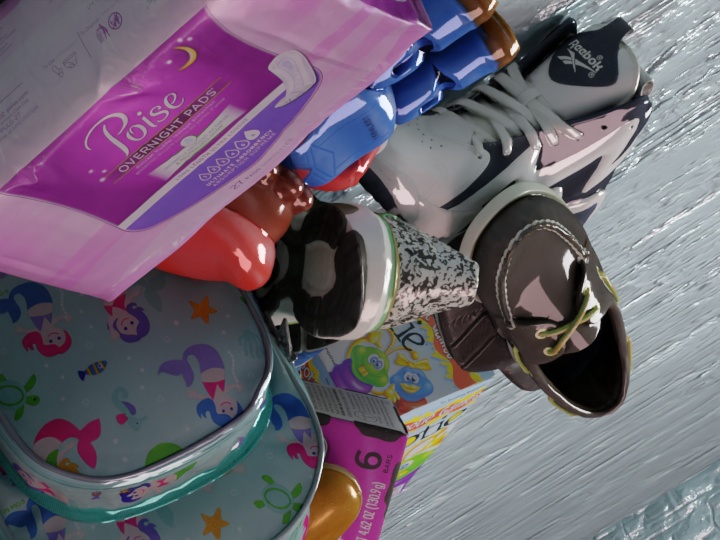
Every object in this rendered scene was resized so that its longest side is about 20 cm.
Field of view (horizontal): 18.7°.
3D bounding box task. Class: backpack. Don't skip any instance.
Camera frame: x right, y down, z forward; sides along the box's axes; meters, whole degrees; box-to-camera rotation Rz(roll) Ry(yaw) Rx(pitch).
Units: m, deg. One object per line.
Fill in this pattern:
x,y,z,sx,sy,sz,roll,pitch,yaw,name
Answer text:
-0.112,0.072,1.040,0.176,0.201,0.151,-22,163,-19,backpack

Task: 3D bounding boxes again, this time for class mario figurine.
-0.035,-0.079,0.985,0.199,0.124,0.106,-37,-155,-1,mario figurine

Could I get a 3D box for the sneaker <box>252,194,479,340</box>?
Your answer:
0.000,0.000,1.094,0.088,0.078,0.200,7,-172,-20,sneaker

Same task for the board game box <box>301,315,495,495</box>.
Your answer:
-0.008,0.082,1.426,0.102,0.105,0.200,-21,161,-26,board game box

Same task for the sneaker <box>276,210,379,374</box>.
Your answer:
-0.051,0.022,1.249,0.199,0.079,0.089,-26,173,20,sneaker

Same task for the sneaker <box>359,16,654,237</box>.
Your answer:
0.083,-0.084,1.141,0.198,0.080,0.130,11,124,-44,sneaker

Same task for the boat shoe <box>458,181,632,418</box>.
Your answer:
0.106,0.019,1.171,0.072,0.061,0.201,-40,151,-3,boat shoe

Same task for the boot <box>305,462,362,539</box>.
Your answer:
-0.075,0.180,1.091,0.200,0.144,0.071,-22,121,-7,boot

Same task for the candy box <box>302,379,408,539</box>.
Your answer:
-0.088,0.120,1.186,0.198,0.138,0.061,13,-167,-12,candy box

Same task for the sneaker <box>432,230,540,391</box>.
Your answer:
0.058,-0.002,1.270,0.076,0.115,0.200,-43,154,3,sneaker

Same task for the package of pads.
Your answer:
-0.083,-0.073,0.849,0.200,0.076,0.120,-38,151,25,package of pads
